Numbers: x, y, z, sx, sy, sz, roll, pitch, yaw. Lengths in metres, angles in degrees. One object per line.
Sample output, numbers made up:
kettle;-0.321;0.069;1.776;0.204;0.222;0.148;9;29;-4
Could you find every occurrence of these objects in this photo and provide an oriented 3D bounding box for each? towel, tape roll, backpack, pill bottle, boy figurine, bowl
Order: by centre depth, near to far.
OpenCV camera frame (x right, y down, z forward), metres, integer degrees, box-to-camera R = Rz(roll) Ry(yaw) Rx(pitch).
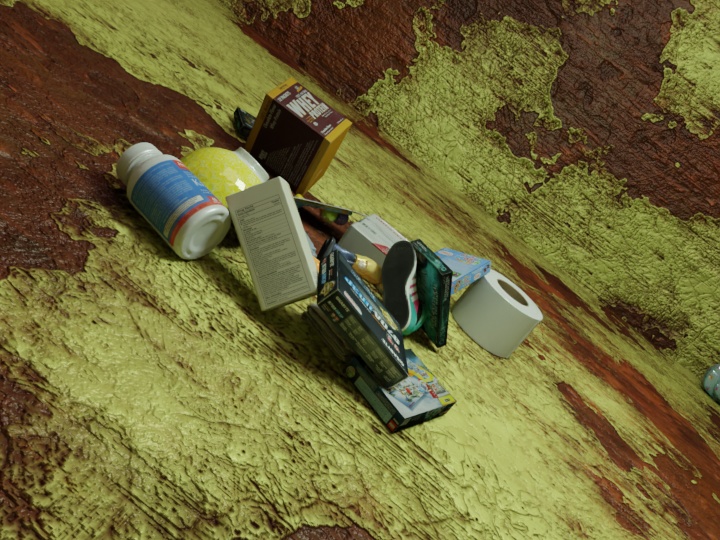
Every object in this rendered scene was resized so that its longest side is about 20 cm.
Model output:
pill bottle;-0.319;-0.122;1.049;0.200;0.113;0.112;44;21;16
towel;-0.014;0.109;1.175;0.133;0.035;0.199;46;21;20
bowl;-0.236;-0.166;1.180;0.200;0.108;0.200;45;-6;6
boy figurine;0.000;0.000;1.372;0.199;0.065;0.124;32;-13;-17
tape roll;0.358;0.109;1.644;0.202;0.140;0.203;32;20;-13
backpack;1.724;0.543;2.946;0.200;0.177;0.153;41;16;23

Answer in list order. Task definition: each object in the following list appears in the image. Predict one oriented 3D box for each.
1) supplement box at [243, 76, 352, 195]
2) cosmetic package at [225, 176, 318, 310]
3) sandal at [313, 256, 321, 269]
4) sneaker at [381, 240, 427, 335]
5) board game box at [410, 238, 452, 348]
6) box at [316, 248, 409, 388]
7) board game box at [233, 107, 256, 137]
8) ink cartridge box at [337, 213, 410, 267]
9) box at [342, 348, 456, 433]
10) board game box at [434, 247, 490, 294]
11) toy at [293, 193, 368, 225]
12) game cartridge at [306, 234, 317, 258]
supplement box;-0.166;-0.345;1.621;0.199;0.198;0.133;36;42;0
cosmetic package;-0.142;-0.043;1.050;0.071;0.104;0.202;23;49;-83
sandal;-0.065;-0.006;1.266;0.206;0.059;0.079;39;20;-28
sneaker;0.097;0.048;1.332;0.121;0.083;0.202;52;40;-61
board game box;0.147;0.050;1.352;0.028;0.202;0.135;-17;39;-20
box;0.003;0.078;1.053;0.201;0.046;0.159;52;14;-20
board game box;-0.269;-0.389;1.809;0.199;0.028;0.136;26;23;-32
ink cartridge box;0.038;-0.053;1.540;0.146;0.083;0.200;39;20;6
box;0.074;0.206;1.103;0.137;0.038;0.199;47;22;26
board game box;0.211;0.003;1.579;0.150;0.037;0.199;20;34;41
toy;-0.084;-0.142;1.528;0.198;0.048;0.115;17;5;-5
game cartridge;-0.183;-0.100;1.344;0.132;0.042;0.201;12;31;-41
